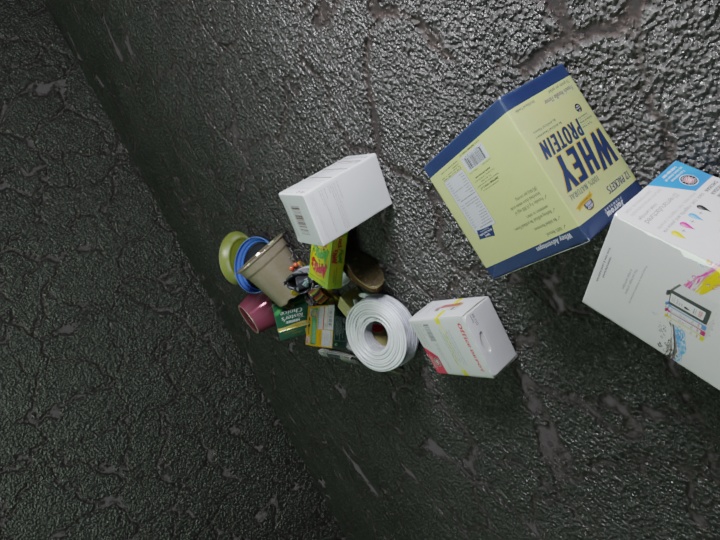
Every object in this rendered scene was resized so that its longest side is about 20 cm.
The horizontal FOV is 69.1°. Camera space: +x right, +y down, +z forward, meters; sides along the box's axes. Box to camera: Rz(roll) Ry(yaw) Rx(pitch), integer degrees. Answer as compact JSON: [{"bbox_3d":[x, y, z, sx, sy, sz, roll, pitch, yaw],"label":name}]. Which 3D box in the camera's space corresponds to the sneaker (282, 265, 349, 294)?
[{"bbox_3d":[-0.128,0.029,1.462,0.198,0.139,0.079,-10,99,32],"label":"sneaker"}]

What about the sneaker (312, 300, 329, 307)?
[{"bbox_3d":[-0.136,0.160,1.771,0.096,0.078,0.202,48,153,44],"label":"sneaker"}]

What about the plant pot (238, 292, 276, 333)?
[{"bbox_3d":[-0.351,0.131,1.963,0.200,0.178,0.201,42,155,25],"label":"plant pot"}]

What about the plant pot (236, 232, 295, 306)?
[{"bbox_3d":[-0.277,0.011,1.736,0.184,0.200,0.200,51,155,-11],"label":"plant pot"}]

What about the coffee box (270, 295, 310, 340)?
[{"bbox_3d":[-0.235,0.142,1.781,0.201,0.121,0.044,-113,13,-48],"label":"coffee box"}]

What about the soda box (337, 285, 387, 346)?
[{"bbox_3d":[0.021,0.144,1.472,0.200,0.064,0.068,49,153,17],"label":"soda box"}]

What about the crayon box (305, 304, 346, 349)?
[{"bbox_3d":[-0.105,0.171,1.605,0.199,0.051,0.128,-8,77,61],"label":"crayon box"}]

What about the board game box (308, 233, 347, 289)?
[{"bbox_3d":[-0.082,-0.065,1.344,0.101,0.047,0.203,29,117,50],"label":"board game box"}]

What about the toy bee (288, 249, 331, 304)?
[{"bbox_3d":[-0.177,0.019,1.607,0.199,0.132,0.109,31,-176,22],"label":"toy bee"}]

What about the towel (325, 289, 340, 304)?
[{"bbox_3d":[-0.043,0.123,1.620,0.199,0.018,0.087,36,152,36],"label":"towel"}]

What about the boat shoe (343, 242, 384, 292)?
[{"bbox_3d":[-0.001,0.000,1.353,0.200,0.071,0.068,41,156,44],"label":"boat shoe"}]

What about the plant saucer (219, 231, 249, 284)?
[{"bbox_3d":[-0.453,-0.047,1.977,0.031,0.200,0.202,-1,122,30],"label":"plant saucer"}]

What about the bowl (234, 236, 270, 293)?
[{"bbox_3d":[-0.371,-0.019,1.887,0.198,0.039,0.204,-2,86,33],"label":"bowl"}]

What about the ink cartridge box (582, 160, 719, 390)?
[{"bbox_3d":[0.388,0.006,0.579,0.199,0.146,0.146,38,148,34],"label":"ink cartridge box"}]

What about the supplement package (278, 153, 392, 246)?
[{"bbox_3d":[-0.051,-0.154,1.117,0.117,0.199,0.118,13,130,55],"label":"supplement package"}]

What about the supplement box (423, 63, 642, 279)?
[{"bbox_3d":[0.229,-0.126,0.728,0.201,0.133,0.200,57,154,1],"label":"supplement box"}]

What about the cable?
[{"bbox_3d":[0.053,0.160,1.353,0.198,0.069,0.203,-2,100,37],"label":"cable"}]

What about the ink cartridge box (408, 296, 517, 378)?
[{"bbox_3d":[0.213,0.141,1.107,0.147,0.083,0.199,61,154,-8],"label":"ink cartridge box"}]

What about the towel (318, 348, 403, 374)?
[{"bbox_3d":[0.002,0.263,1.547,0.198,0.035,0.192,20,168,-30],"label":"towel"}]

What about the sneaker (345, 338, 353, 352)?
[{"bbox_3d":[-0.010,0.217,1.595,0.100,0.078,0.200,50,171,-27],"label":"sneaker"}]
